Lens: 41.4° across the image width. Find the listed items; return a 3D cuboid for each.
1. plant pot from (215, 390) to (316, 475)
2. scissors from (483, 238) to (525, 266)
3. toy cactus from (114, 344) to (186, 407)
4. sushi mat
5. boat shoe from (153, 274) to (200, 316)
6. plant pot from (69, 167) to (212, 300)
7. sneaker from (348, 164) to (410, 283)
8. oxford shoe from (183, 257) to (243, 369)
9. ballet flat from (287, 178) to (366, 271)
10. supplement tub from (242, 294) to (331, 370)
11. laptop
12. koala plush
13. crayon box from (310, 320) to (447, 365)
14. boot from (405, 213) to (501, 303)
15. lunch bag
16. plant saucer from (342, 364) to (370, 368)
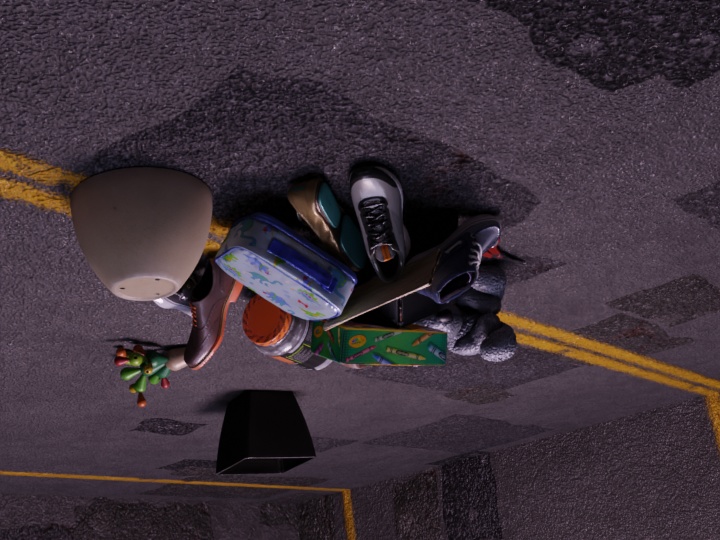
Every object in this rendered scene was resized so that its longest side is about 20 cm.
[{"bbox_3d":[-0.247,0.410,2.425,0.197,0.180,0.199,7,155,-30],"label":"plant pot"},{"bbox_3d":[0.237,-0.029,1.705,0.072,0.014,0.200,-19,157,20],"label":"scissors"},{"bbox_3d":[-0.419,0.202,1.977,0.163,0.103,0.201,-17,151,-4],"label":"toy cactus"},{"bbox_3d":[0.032,0.030,1.449,0.198,0.096,0.012,-25,114,28],"label":"sushi mat"},{"bbox_3d":[-0.294,0.032,1.608,0.066,0.071,0.200,-33,149,11],"label":"boat shoe"},{"bbox_3d":[-0.301,-0.037,1.328,0.197,0.137,0.201,-7,159,-3],"label":"plant pot"},{"bbox_3d":[0.032,-0.068,1.384,0.073,0.080,0.202,-10,131,11],"label":"sneaker"},{"bbox_3d":[-0.262,0.069,1.585,0.072,0.203,0.071,14,-168,-41],"label":"oxford shoe"},{"bbox_3d":[-0.049,-0.068,1.415,0.062,0.069,0.201,-2,144,23],"label":"ballet flat"},{"bbox_3d":[-0.128,0.110,1.776,0.121,0.124,0.200,-16,157,22],"label":"supplement tub"},{"bbox_3d":[0.050,-0.010,1.540,0.197,0.104,0.180,7,119,16],"label":"laptop"},{"bbox_3d":[0.166,0.098,1.791,0.197,0.180,0.184,-7,170,-12],"label":"koala plush"},{"bbox_3d":[0.031,0.119,1.576,0.197,0.059,0.118,4,-177,-27],"label":"crayon box"},{"bbox_3d":[0.166,-0.014,1.498,0.199,0.090,0.073,-34,129,-21],"label":"boot"},{"bbox_3d":[-0.110,-0.003,1.433,0.199,0.083,0.160,33,161,-16],"label":"lunch bag"},{"bbox_3d":[0.042,0.127,1.866,0.199,0.035,0.201,-35,158,-16],"label":"plant saucer"}]
